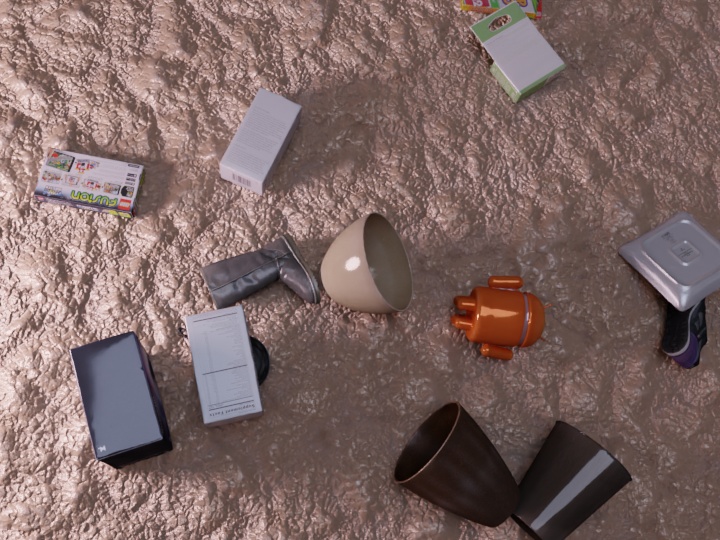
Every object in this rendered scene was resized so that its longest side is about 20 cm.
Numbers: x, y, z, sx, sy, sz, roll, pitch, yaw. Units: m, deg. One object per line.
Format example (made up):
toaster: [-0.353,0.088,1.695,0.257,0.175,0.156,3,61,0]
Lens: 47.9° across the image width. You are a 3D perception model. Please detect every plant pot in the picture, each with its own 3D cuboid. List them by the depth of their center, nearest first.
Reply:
plant pot: [0.197,0.381,1.518,0.200,0.187,0.187,40,72,-6]
plant pot: [0.000,0.000,1.611,0.134,0.200,0.202,-17,72,26]

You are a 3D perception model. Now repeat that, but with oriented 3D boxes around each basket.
basket: [0.382,0.417,1.541,0.200,0.136,0.180,-47,47,-12]

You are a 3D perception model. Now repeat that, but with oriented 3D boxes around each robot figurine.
robot figurine: [0.285,0.096,1.640,0.198,0.117,0.145,6,57,-4]

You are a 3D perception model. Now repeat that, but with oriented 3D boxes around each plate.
plate: [0.693,-0.032,1.738,0.199,0.032,0.200,-28,56,-14]

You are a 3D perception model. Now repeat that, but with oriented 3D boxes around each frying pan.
frying pan: [-0.270,0.179,1.586,0.188,0.031,0.116,6,73,-2]

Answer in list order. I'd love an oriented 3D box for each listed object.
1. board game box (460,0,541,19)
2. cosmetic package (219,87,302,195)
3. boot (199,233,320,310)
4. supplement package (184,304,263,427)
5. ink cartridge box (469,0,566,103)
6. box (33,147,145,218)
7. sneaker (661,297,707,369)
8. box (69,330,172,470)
board game box: [0.338,-0.654,1.928,0.198,0.030,0.096,6,73,-8]
cosmetic package: [-0.209,-0.273,1.713,0.101,0.071,0.201,24,71,1]
boot: [-0.200,0.029,1.622,0.199,0.073,0.182,-25,64,-20]
supplement package: [-0.253,0.181,1.518,0.113,0.110,0.202,-11,78,-8]
ink cartridge box: [0.358,-0.505,1.871,0.145,0.048,0.201,-33,79,-16]
box: [-0.552,-0.179,1.660,0.198,0.035,0.111,11,72,-4]
sneaker: [0.699,0.115,1.722,0.087,0.075,0.201,41,61,-24]
box: [-0.425,0.238,1.460,0.122,0.199,0.202,-16,76,-12]
